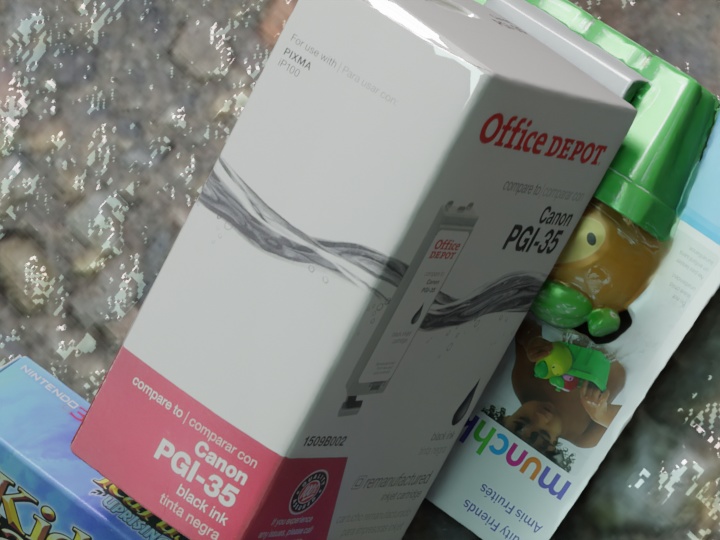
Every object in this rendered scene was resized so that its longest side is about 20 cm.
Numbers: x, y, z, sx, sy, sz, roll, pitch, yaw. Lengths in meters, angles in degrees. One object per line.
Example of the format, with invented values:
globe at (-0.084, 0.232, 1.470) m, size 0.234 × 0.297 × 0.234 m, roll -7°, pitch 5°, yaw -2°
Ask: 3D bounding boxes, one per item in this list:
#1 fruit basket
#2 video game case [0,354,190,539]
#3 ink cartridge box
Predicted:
fruit basket at (0.049, -0.015, 1.119) m, size 0.185 × 0.094 × 0.200 m, roll 36°, pitch 88°, yaw 25°
video game case at (-0.083, 0.158, 1.090) m, size 0.200 × 0.182 × 0.045 m, roll 34°, pitch 44°, yaw 25°
ink cartridge box at (0.000, 0.000, 1.027) m, size 0.083 × 0.146 × 0.201 m, roll 34°, pitch 103°, yaw 24°
